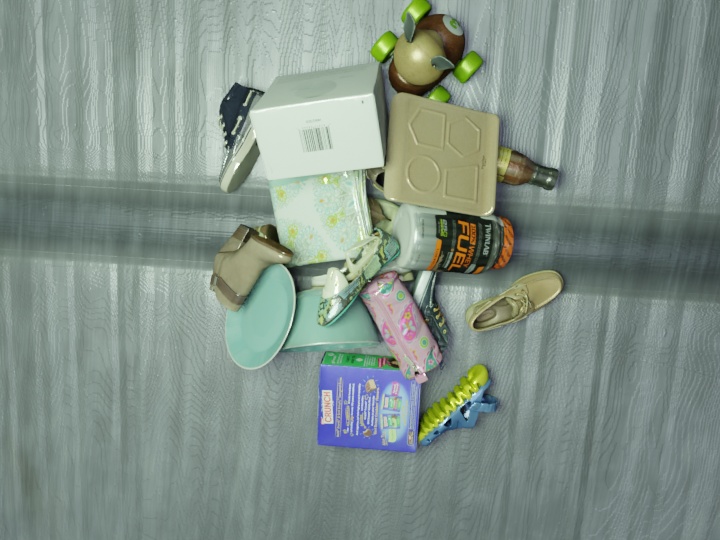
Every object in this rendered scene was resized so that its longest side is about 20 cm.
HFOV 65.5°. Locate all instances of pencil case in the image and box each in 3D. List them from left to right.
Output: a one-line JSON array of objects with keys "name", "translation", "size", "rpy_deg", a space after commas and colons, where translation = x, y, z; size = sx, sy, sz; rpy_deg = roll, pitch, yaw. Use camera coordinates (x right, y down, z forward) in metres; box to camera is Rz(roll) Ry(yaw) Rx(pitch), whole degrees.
[{"name": "pencil case", "translation": [0.074, 0.102, 1.014], "size": [0.087, 0.087, 0.202], "rpy_deg": [-26, 100, 8]}]

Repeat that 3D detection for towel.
[{"name": "towel", "translation": [-0.072, -0.101, 1.041], "size": [0.198, 0.048, 0.174], "rpy_deg": [-7, 95, 25]}]

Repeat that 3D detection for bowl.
[{"name": "bowl", "translation": [-0.063, 0.093, 1.046], "size": [0.198, 0.201, 0.106], "rpy_deg": [-5, 80, 5]}]

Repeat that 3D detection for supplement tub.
[{"name": "supplement tub", "translation": [0.165, -0.057, 1.009], "size": [0.197, 0.122, 0.124], "rpy_deg": [3, 100, -16]}]

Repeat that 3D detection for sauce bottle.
[{"name": "sauce bottle", "translation": [0.260, -0.193, 1.027], "size": [0.198, 0.066, 0.067], "rpy_deg": [18, 100, 0]}]

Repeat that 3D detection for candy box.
[{"name": "candy box", "translation": [0.017, 0.260, 1.111], "size": [0.197, 0.077, 0.171], "rpy_deg": [4, 101, 2]}]

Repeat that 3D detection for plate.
[{"name": "plate", "translation": [-0.179, 0.081, 1.022], "size": [0.025, 0.200, 0.201], "rpy_deg": [20, 105, -44]}]

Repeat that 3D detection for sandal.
[{"name": "sandal", "translation": [-0.002, -0.111, 1.061], "size": [0.199, 0.057, 0.081], "rpy_deg": [24, 99, 1]}, {"name": "sandal", "translation": [0.194, 0.282, 1.104], "size": [0.200, 0.080, 0.087], "rpy_deg": [-43, 98, 11]}]

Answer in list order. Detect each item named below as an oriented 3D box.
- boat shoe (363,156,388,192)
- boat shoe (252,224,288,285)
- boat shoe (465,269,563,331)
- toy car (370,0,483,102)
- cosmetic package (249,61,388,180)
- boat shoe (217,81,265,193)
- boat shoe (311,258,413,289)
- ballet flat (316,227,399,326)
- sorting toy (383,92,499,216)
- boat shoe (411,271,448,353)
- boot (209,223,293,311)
[{"name": "boat shoe", "translation": [0.094, -0.154, 1.004], "size": [0.198, 0.060, 0.072], "rpy_deg": [18, 126, -32]}, {"name": "boat shoe", "translation": [-0.182, 0.014, 1.098], "size": [0.075, 0.072, 0.203], "rpy_deg": [-11, 91, 21]}, {"name": "boat shoe", "translation": [0.297, 0.065, 1.064], "size": [0.198, 0.065, 0.072], "rpy_deg": [-29, 96, 8]}, {"name": "toy car", "translation": [0.113, -0.372, 0.938], "size": [0.164, 0.200, 0.158], "rpy_deg": [44, 100, -4]}, {"name": "cosmetic package", "translation": [-0.058, -0.258, 0.952], "size": [0.197, 0.201, 0.124], "rpy_deg": [-5, 124, 10]}, {"name": "boat shoe", "translation": [-0.235, -0.253, 1.055], "size": [0.092, 0.075, 0.201], "rpy_deg": [30, 92, 6]}, {"name": "boat shoe", "translation": [0.000, 0.000, 1.077], "size": [0.197, 0.075, 0.069], "rpy_deg": [-9, 87, 1]}, {"name": "ballet flat", "translation": [-0.018, 0.004, 0.954], "size": [0.074, 0.074, 0.200], "rpy_deg": [44, 72, -4]}, {"name": "sorting toy", "translation": [0.139, -0.195, 0.960], "size": [0.197, 0.036, 0.188], "rpy_deg": [7, 83, -14]}, {"name": "boat shoe", "translation": [0.135, 0.085, 1.081], "size": [0.090, 0.071, 0.203], "rpy_deg": [15, 107, 1]}, {"name": "boot", "translation": [-0.204, 0.005, 1.014], "size": [0.070, 0.199, 0.148], "rpy_deg": [21, 95, -40]}]
